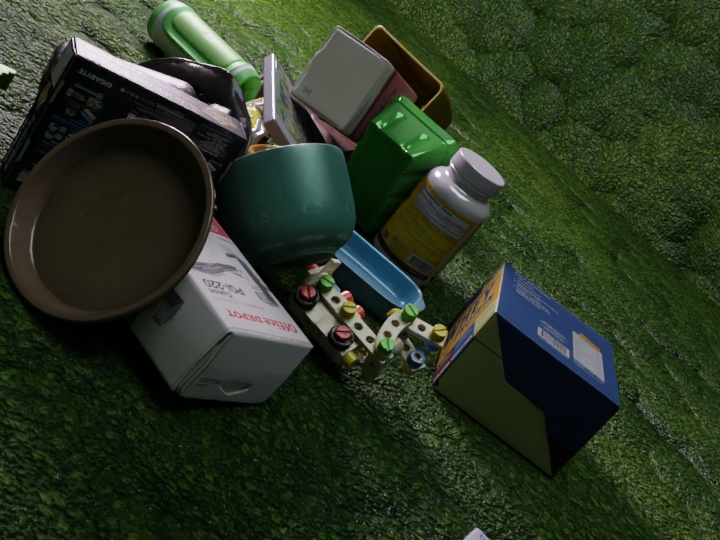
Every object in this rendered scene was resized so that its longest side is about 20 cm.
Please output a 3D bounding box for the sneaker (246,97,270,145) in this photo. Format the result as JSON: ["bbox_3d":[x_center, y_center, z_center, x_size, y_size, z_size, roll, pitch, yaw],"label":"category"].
[{"bbox_3d":[-0.170,-0.229,1.419,0.076,0.076,0.200,28,19,-12],"label":"sneaker"}]

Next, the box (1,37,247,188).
[{"bbox_3d":[-0.242,-0.124,0.975,0.200,0.159,0.046,23,25,-33],"label":"box"}]

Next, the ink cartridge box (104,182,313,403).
[{"bbox_3d":[-0.158,0.024,0.893,0.200,0.085,0.146,52,15,26],"label":"ink cartridge box"}]

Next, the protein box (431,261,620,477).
[{"bbox_3d":[0.221,0.124,1.251,0.198,0.135,0.200,37,21,-2],"label":"protein box"}]

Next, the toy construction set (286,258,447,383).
[{"bbox_3d":[-0.009,0.050,1.087,0.131,0.092,0.200,-28,54,-36],"label":"toy construction set"}]

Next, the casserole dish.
[{"bbox_3d":[0.000,0.000,1.280,0.200,0.039,0.121,40,22,6],"label":"casserole dish"}]

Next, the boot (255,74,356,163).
[{"bbox_3d":[-0.094,-0.243,1.596,0.200,0.064,0.186,48,25,10],"label":"boot"}]

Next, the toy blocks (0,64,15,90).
[{"bbox_3d":[-0.440,-0.180,0.886,0.200,0.100,0.137,26,36,-31],"label":"toy blocks"}]

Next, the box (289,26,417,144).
[{"bbox_3d":[-0.005,-0.279,1.493,0.109,0.128,0.200,38,6,16],"label":"box"}]

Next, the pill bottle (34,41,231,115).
[{"bbox_3d":[-0.253,-0.173,1.058,0.199,0.112,0.112,19,25,-8],"label":"pill bottle"}]

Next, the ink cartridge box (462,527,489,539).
[{"bbox_3d":[0.131,0.320,0.769,0.200,0.094,0.044,45,22,16],"label":"ink cartridge box"}]

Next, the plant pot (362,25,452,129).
[{"bbox_3d":[0.064,-0.311,1.815,0.200,0.200,0.176,49,13,25],"label":"plant pot"}]

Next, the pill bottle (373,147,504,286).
[{"bbox_3d":[0.119,-0.081,1.405,0.112,0.200,0.113,33,23,-17],"label":"pill bottle"}]

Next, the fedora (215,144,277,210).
[{"bbox_3d":[-0.105,-0.108,1.212,0.200,0.082,0.201,17,26,-9],"label":"fedora"}]

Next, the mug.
[{"bbox_3d":[-0.091,-0.060,1.073,0.152,0.185,0.115,-6,80,-38],"label":"mug"}]

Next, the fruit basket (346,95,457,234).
[{"bbox_3d":[0.075,-0.159,1.492,0.155,0.216,0.215,44,22,16],"label":"fruit basket"}]

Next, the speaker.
[{"bbox_3d":[-0.251,-0.343,1.503,0.200,0.089,0.088,44,22,15],"label":"speaker"}]

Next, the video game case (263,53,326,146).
[{"bbox_3d":[-0.095,-0.206,1.419,0.200,0.022,0.182,-97,161,-50],"label":"video game case"}]

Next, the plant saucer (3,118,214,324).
[{"bbox_3d":[-0.220,-0.043,0.835,0.200,0.200,0.029,49,-5,26],"label":"plant saucer"}]

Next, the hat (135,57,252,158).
[{"bbox_3d":[-0.227,-0.164,1.170,0.201,0.201,0.081,44,-22,14],"label":"hat"}]
